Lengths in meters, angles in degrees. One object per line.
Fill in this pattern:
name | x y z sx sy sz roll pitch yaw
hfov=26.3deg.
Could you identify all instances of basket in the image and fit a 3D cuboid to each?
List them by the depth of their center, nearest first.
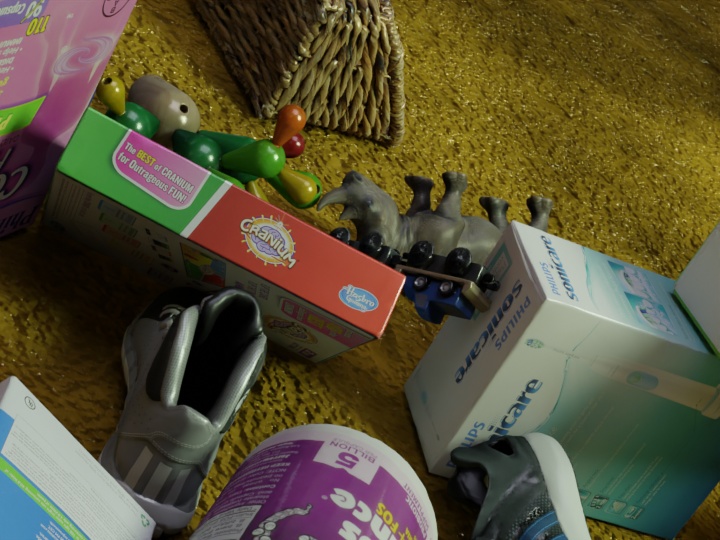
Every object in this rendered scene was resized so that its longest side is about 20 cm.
basket | -0.029 -0.222 1.283 0.148 0.143 0.201 8 36 -36

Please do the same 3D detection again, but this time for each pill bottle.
pill bottle | -0.038 0.161 0.694 0.112 0.113 0.200 33 28 1

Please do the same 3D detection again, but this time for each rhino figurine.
rhino figurine | 0.054 -0.027 1.128 0.199 0.060 0.088 12 77 -32

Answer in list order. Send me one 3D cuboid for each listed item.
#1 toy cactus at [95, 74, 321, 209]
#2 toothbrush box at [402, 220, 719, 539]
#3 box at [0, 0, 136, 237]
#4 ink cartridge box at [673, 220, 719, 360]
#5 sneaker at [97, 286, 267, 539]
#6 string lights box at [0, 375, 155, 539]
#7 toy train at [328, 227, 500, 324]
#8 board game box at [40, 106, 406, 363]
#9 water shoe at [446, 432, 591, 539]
toy cactus | -0.120 -0.095 1.058 0.199 0.103 0.165 1 30 -31
toothbrush box | 0.150 0.075 0.989 0.199 0.147 0.086 17 31 -25
box | -0.228 -0.107 0.833 0.096 0.201 0.176 38 28 11
ink cartridge box | 0.317 0.045 0.957 0.199 0.084 0.146 13 33 -31
sneaker | -0.082 0.043 0.833 0.075 0.116 0.201 24 29 -14
string lights box | -0.151 0.145 0.623 0.103 0.059 0.200 51 22 -22
toy train | 0.000 0.000 0.978 0.199 0.046 0.034 11 -21 37
board game box | -0.086 -0.013 0.904 0.199 0.041 0.153 28 -15 -10
water shoe | 0.096 0.178 0.874 0.078 0.072 0.201 -4 38 -7
